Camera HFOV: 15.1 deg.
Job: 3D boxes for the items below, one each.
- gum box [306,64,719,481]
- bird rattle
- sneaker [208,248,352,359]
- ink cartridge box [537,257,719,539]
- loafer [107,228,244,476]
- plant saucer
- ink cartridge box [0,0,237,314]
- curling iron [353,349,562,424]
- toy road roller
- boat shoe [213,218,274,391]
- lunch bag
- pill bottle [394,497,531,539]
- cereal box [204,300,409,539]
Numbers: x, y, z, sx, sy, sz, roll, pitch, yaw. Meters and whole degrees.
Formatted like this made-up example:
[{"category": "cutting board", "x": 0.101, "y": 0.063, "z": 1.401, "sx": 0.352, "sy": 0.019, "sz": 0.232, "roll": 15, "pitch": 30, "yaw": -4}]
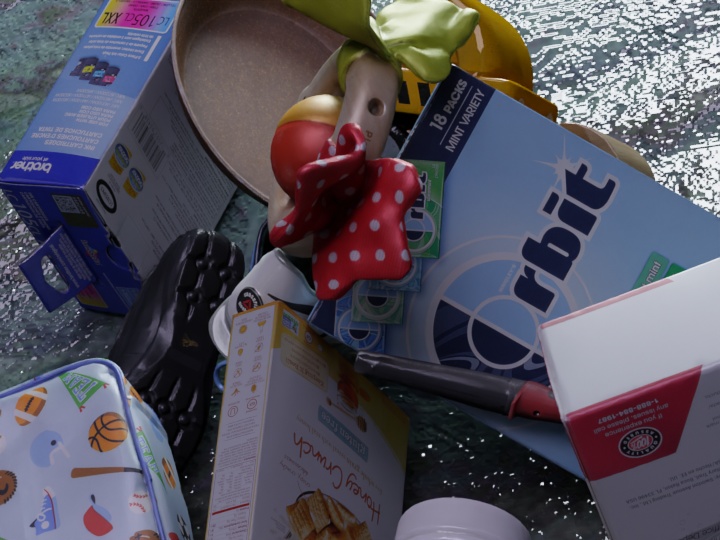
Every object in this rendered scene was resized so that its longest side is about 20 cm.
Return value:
[{"category": "gum box", "x": 0.096, "y": 0.005, "z": 1.563, "sx": 0.199, "sy": 0.045, "sz": 0.170, "roll": 29, "pitch": 89, "yaw": -3}, {"category": "bird rattle", "x": -0.006, "y": -0.068, "z": 1.527, "sx": 0.112, "sy": 0.163, "sz": 0.201, "roll": 12, "pitch": 67, "yaw": -17}, {"category": "sneaker", "x": 0.000, "y": 0.000, "z": 1.643, "sx": 0.074, "sy": 0.089, "sz": 0.200, "roll": 44, "pitch": 35, "yaw": 17}, {"category": "ink cartridge box", "x": 0.194, "y": 0.101, "z": 1.445, "sx": 0.145, "sy": 0.201, "sz": 0.084, "roll": -21, "pitch": 37, "yaw": 5}, {"category": "loafer", "x": -0.128, "y": 0.068, "z": 1.713, "sx": 0.070, "sy": 0.068, "sz": 0.201, "roll": -27, "pitch": 39, "yaw": 58}, {"category": "plant saucer", "x": -0.046, "y": -0.111, "z": 1.770, "sx": 0.037, "sy": 0.200, "sz": 0.201, "roll": -38, "pitch": 31, "yaw": 44}, {"category": "ink cartridge box", "x": -0.154, "y": -0.064, "z": 1.780, "sx": 0.076, "sy": 0.137, "sz": 0.201, "roll": 5, "pitch": 53, "yaw": 30}, {"category": "curling iron", "x": 0.091, "y": 0.083, "z": 1.528, "sx": 0.199, "sy": 0.026, "sz": 0.050, "roll": 21, "pitch": 93, "yaw": -3}, {"category": "toy road roller", "x": 0.084, "y": -0.096, "z": 1.677, "sx": 0.199, "sy": 0.123, "sz": 0.147, "roll": 8, "pitch": 87, "yaw": 23}, {"category": "boat shoe", "x": -0.056, "y": 0.053, "z": 1.684, "sx": 0.084, "sy": 0.069, "sz": 0.201, "roll": -17, "pitch": 47, "yaw": 8}, {"category": "lunch bag", "x": -0.182, "y": 0.154, "z": 1.584, "sx": 0.160, "sy": 0.076, "sz": 0.201, "roll": -23, "pitch": 54, "yaw": 5}, {"category": "pill bottle", "x": 0.042, "y": 0.226, "z": 1.465, "sx": 0.109, "sy": 0.109, "sz": 0.201, "roll": -4, "pitch": 50, "yaw": 20}, {"category": "cereal box", "x": -0.029, "y": 0.138, "z": 1.537, "sx": 0.039, "sy": 0.144, "sz": 0.201, "roll": -17, "pitch": 50, "yaw": 28}]
